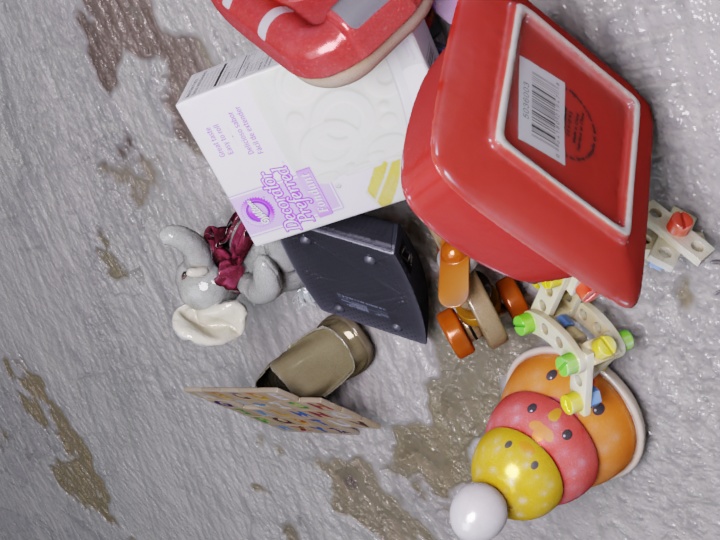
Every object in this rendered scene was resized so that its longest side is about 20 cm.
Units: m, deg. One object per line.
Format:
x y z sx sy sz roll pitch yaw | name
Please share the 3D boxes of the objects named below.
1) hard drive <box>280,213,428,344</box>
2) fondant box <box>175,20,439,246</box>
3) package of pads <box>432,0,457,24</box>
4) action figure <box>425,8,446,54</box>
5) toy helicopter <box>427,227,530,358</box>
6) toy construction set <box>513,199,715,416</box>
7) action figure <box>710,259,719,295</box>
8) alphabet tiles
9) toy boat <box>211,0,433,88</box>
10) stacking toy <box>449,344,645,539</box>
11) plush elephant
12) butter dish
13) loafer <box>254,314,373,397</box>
0.000 0.000 1.053 0.134 0.043 0.200 17 158 20 | hard drive
-0.024 -0.116 0.887 0.199 0.058 0.145 -16 122 20 | fondant box
0.070 -0.276 0.779 0.121 0.076 0.200 48 162 5 | package of pads
-0.009 -0.177 0.937 0.199 0.105 0.194 26 115 -6 | action figure
0.076 -0.022 0.985 0.201 0.078 0.132 63 -174 13 | toy helicopter
0.192 0.013 0.906 0.132 0.092 0.201 60 140 31 | toy construction set
0.342 0.042 0.781 0.200 0.101 0.119 50 159 47 | action figure
-0.079 0.162 1.270 0.199 0.008 0.167 -5 154 44 | alphabet tiles
-0.048 -0.230 0.787 0.200 0.130 0.131 43 175 40 | toy boat
0.149 0.173 0.984 0.145 0.200 0.147 25 134 29 | stacking toy
-0.133 -0.016 1.141 0.165 0.154 0.201 -103 -5 -46 | plush elephant
0.100 -0.076 0.796 0.199 0.201 0.147 32 143 -26 | butter dish
-0.055 0.111 1.242 0.076 0.067 0.200 50 142 0 | loafer
